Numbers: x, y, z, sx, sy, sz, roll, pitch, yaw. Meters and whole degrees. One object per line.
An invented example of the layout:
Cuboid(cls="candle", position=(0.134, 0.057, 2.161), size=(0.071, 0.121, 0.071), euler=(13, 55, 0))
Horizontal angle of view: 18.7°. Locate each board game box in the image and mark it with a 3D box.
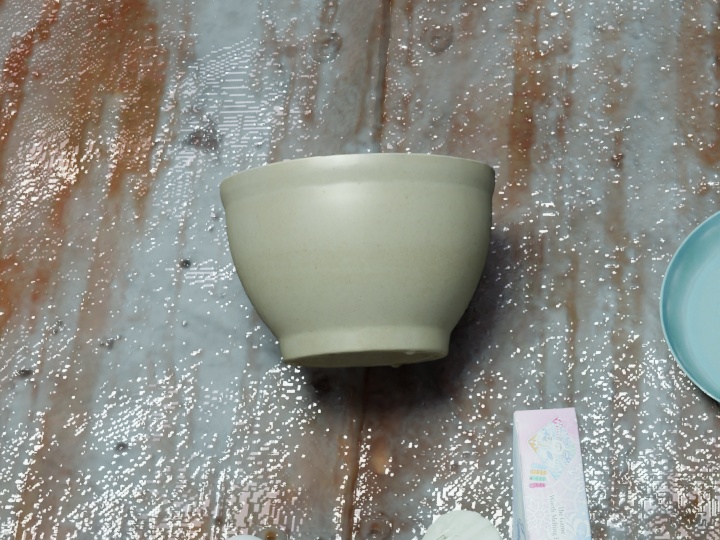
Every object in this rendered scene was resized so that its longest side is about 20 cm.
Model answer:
Cuboid(cls="board game box", position=(0.123, 0.222, 1.372), size=(0.043, 0.200, 0.199), euler=(-5, 55, 0))

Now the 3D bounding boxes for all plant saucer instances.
Cuboid(cls="plant saucer", position=(0.316, 0.030, 1.574), size=(0.200, 0.027, 0.200), euler=(-6, 54, 8))

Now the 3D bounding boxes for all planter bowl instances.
Cuboid(cls="planter bowl", position=(0.000, 0.000, 1.574), size=(0.200, 0.200, 0.135), euler=(-3, 82, 9))

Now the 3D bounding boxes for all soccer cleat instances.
Cuboid(cls="soccer cleat", position=(0.057, 0.205, 1.429), size=(0.069, 0.078, 0.200), euler=(-54, 17, 16))

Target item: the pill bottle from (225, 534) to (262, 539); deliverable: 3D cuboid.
Cuboid(cls="pill bottle", position=(-0.027, 0.266, 1.427), size=(0.200, 0.112, 0.112), euler=(29, 65, 27))
